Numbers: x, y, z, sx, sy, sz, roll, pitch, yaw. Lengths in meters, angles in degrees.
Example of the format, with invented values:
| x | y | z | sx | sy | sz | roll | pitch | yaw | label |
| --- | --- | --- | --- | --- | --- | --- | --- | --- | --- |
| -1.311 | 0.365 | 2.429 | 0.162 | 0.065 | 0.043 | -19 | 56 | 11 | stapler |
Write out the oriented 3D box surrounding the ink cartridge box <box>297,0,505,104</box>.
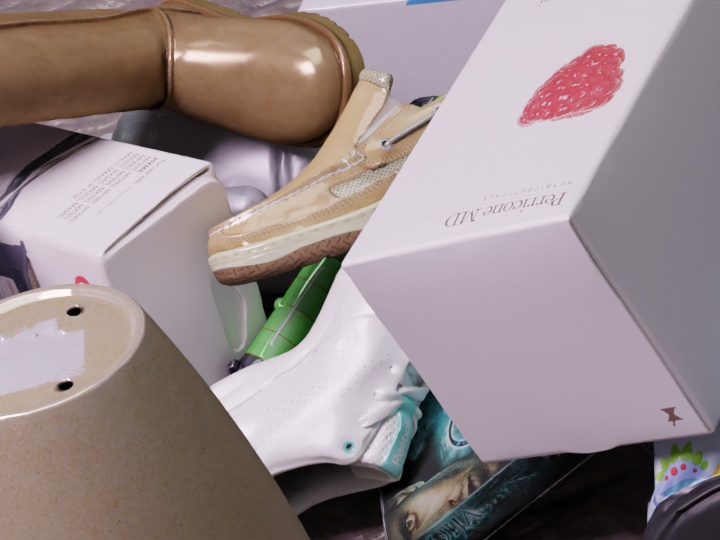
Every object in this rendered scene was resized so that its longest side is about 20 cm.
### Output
| x | y | z | sx | sy | sz | roll | pitch | yaw | label |
| --- | --- | --- | --- | --- | --- | --- | --- | --- | --- |
| 0.059 | -0.175 | 1.597 | 0.146 | 0.086 | 0.200 | -4 | 31 | 17 | ink cartridge box |

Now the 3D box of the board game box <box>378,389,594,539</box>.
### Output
| x | y | z | sx | sy | sz | roll | pitch | yaw | label |
| --- | --- | --- | --- | --- | --- | --- | --- | --- | --- |
| 0.061 | 0.044 | 1.230 | 0.135 | 0.028 | 0.200 | -41 | 24 | 18 | board game box |

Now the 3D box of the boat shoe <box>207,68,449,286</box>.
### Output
| x | y | z | sx | sy | sz | roll | pitch | yaw | label |
| --- | --- | --- | --- | --- | --- | --- | --- | --- | --- |
| 0.013 | -0.057 | 1.249 | 0.200 | 0.076 | 0.072 | -23 | 5 | -16 | boat shoe |

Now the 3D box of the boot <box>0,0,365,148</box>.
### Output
| x | y | z | sx | sy | sz | roll | pitch | yaw | label |
| --- | --- | --- | --- | --- | --- | --- | --- | --- | --- |
| -0.124 | -0.089 | 1.275 | 0.200 | 0.066 | 0.175 | -8 | 15 | -39 | boot |

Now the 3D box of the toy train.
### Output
| x | y | z | sx | sy | sz | roll | pitch | yaw | label |
| --- | --- | --- | --- | --- | --- | --- | --- | --- | --- |
| 0.000 | 0.000 | 1.298 | 0.200 | 0.056 | 0.042 | -56 | 21 | -17 | toy train |

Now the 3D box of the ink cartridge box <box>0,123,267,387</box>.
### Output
| x | y | z | sx | sy | sz | roll | pitch | yaw | label |
| --- | --- | --- | --- | --- | --- | --- | --- | --- | --- |
| -0.147 | 0.011 | 1.323 | 0.200 | 0.145 | 0.084 | 14 | 43 | 40 | ink cartridge box |

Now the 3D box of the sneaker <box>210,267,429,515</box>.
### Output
| x | y | z | sx | sy | sz | roll | pitch | yaw | label |
| --- | --- | --- | --- | --- | --- | --- | --- | --- | --- |
| 0.007 | 0.053 | 1.209 | 0.200 | 0.075 | 0.089 | -43 | 46 | 7 | sneaker |

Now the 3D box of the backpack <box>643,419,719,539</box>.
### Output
| x | y | z | sx | sy | sz | roll | pitch | yaw | label |
| --- | --- | --- | --- | --- | --- | --- | --- | --- | --- |
| 0.200 | 0.060 | 1.116 | 0.163 | 0.154 | 0.200 | -19 | 11 | 30 | backpack |

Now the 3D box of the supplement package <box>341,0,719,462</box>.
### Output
| x | y | z | sx | sy | sz | roll | pitch | yaw | label |
| --- | --- | --- | --- | --- | --- | --- | --- | --- | --- |
| 0.105 | -0.035 | 1.113 | 0.121 | 0.120 | 0.200 | -11 | 35 | 40 | supplement package |

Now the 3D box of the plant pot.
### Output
| x | y | z | sx | sy | sz | roll | pitch | yaw | label |
| --- | --- | --- | --- | --- | --- | --- | --- | --- | --- |
| -0.106 | 0.114 | 1.084 | 0.187 | 0.200 | 0.187 | -11 | 31 | 7 | plant pot |

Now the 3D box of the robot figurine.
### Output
| x | y | z | sx | sy | sz | roll | pitch | yaw | label |
| --- | --- | --- | --- | --- | --- | --- | --- | --- | --- |
| -0.055 | -0.044 | 1.401 | 0.200 | 0.113 | 0.170 | -4 | 14 | 19 | robot figurine |
